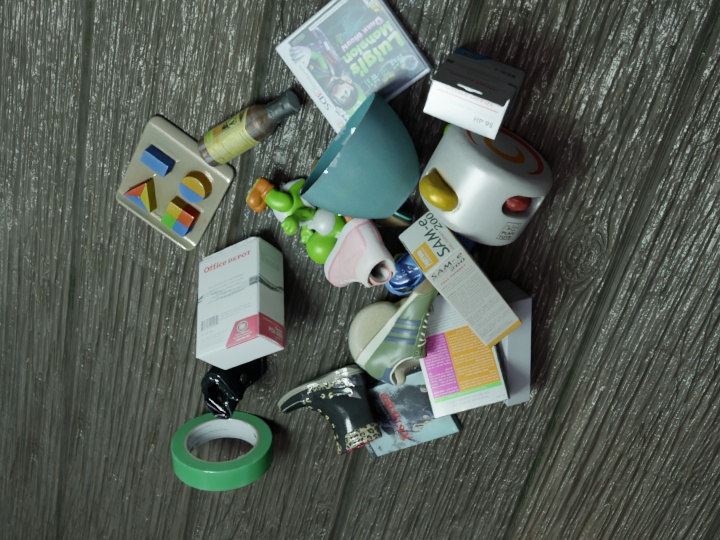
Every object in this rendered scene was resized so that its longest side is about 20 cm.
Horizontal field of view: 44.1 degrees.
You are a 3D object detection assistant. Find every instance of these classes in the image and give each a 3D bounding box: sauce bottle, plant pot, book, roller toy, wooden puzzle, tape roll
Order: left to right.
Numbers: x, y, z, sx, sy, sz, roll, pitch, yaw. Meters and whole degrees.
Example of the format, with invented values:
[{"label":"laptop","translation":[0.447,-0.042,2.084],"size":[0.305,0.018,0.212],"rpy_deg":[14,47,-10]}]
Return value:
[{"label":"wooden puzzle","translation":[-0.349,-0.153,1.635],"size":[0.185,0.046,0.200],"rpy_deg":[36,121,1]},{"label":"tape roll","translation":[-0.273,0.354,1.761],"size":[0.200,0.200,0.048],"rpy_deg":[7,116,16]},{"label":"sauce bottle","translation":[-0.190,-0.246,1.525],"size":[0.200,0.065,0.065],"rpy_deg":[-25,104,26]},{"label":"plant pot","translation":[0.015,-0.159,1.402],"size":[0.135,0.200,0.200],"rpy_deg":[36,121,-11]},{"label":"book","translation":[0.164,0.137,1.513],"size":[0.133,0.048,0.201],"rpy_deg":[-16,78,11]},{"label":"roller toy","translation":[0.189,-0.132,1.372],"size":[0.182,0.200,0.140],"rpy_deg":[28,121,-2]}]

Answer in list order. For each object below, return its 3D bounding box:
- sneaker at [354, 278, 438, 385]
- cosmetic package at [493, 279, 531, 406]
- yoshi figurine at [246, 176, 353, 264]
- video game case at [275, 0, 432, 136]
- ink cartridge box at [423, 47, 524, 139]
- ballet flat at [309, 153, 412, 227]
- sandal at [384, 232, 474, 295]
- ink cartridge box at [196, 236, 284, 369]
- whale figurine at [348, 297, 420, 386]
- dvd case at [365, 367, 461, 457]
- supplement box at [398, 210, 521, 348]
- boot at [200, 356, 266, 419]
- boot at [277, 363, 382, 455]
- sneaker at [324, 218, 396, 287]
[{"label":"sneaker","translation":[0.085,0.108,1.497],"size":[0.090,0.067,0.200],"rpy_deg":[42,101,7]},{"label":"cosmetic package","translation":[0.255,0.125,1.530],"size":[0.050,0.083,0.201],"rpy_deg":[-11,116,-15]},{"label":"yoshi figurine","translation":[-0.105,-0.078,1.558],"size":[0.199,0.113,0.112],"rpy_deg":[26,136,3]},{"label":"video game case","translation":[-0.013,-0.344,1.438],"size":[0.200,0.023,0.182],"rpy_deg":[-32,101,29]},{"label":"ink cartridge box","translation":[0.166,-0.259,1.312],"size":[0.115,0.200,0.067],"rpy_deg":[23,121,8]},{"label":"ballet flat","translation":[-0.007,-0.117,1.515],"size":[0.200,0.068,0.072],"rpy_deg":[35,106,3]},{"label":"sandal","translation":[0.112,-0.015,1.516],"size":[0.200,0.087,0.080],"rpy_deg":[-37,97,28]},{"label":"ink cartridge box","translation":[-0.216,0.059,1.601],"size":[0.145,0.201,0.085],"rpy_deg":[-21,147,27]},{"label":"whale figurine","translation":[0.076,0.129,1.598],"size":[0.199,0.104,0.160],"rpy_deg":[8,80,-7]},{"label":"dvd case","translation":[0.074,0.274,1.705],"size":[0.199,0.022,0.146],"rpy_deg":[-22,106,28]},{"label":"supplement box","translation":[0.158,0.014,1.398],"size":[0.073,0.126,0.200],"rpy_deg":[-39,126,6]},{"label":"boot","translation":[-0.239,0.161,1.676],"size":[0.076,0.168,0.201],"rpy_deg":[6,116,17]},{"label":"boot","translation":[-0.057,0.277,1.694],"size":[0.199,0.073,0.151],"rpy_deg":[-27,77,21]},{"label":"sneaker","translation":[0.000,0.000,1.514],"size":[0.105,0.075,0.200],"rpy_deg":[57,153,19]}]
